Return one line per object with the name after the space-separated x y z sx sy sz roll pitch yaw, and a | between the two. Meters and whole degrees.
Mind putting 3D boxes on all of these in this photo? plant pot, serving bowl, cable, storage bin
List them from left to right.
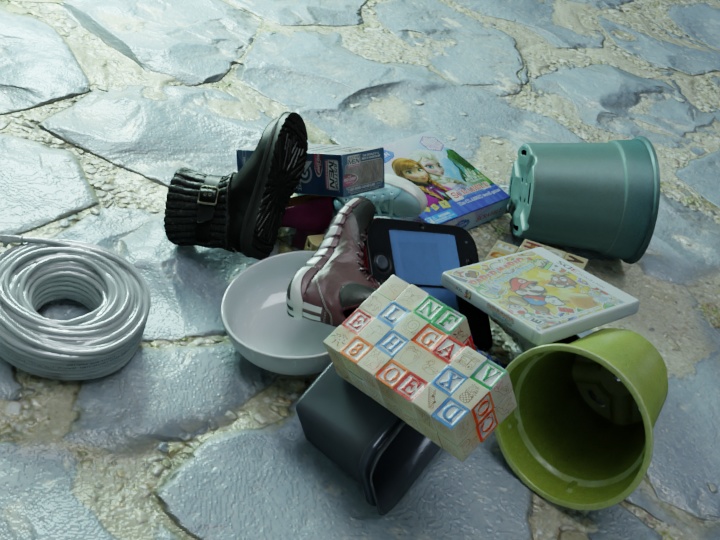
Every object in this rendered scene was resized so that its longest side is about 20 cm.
-0.348 0.044 1.207 0.197 0.070 0.201 2 41 -23 | cable
-0.074 0.063 1.288 0.196 0.067 0.202 -1 40 1 | serving bowl
0.028 0.154 1.178 0.133 0.147 0.200 29 62 29 | storage bin
0.344 -0.120 1.626 0.193 0.202 0.202 5 39 -6 | plant pot
0.289 0.159 1.255 0.199 0.202 0.183 36 32 21 | plant pot

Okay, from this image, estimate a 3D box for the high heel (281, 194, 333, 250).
-0.137 -0.099 1.452 0.197 0.097 0.068 16 37 -5 | high heel

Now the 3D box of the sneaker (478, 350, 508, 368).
0.129 0.118 1.285 0.196 0.116 0.081 10 39 -12 | sneaker

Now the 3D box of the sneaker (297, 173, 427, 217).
-0.002 -0.099 1.531 0.197 0.075 0.083 11 51 16 | sneaker

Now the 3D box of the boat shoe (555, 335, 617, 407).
0.285 0.103 1.419 0.066 0.058 0.201 -12 47 -32 | boat shoe

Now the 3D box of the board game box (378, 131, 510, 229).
0.107 -0.137 1.652 0.198 0.042 0.199 -22 53 -41 | board game box

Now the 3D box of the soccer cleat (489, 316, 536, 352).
0.215 0.069 1.389 0.076 0.070 0.201 -8 31 4 | soccer cleat

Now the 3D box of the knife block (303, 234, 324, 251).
0.031 -0.023 1.460 0.197 0.065 0.176 22 37 5 | knife block

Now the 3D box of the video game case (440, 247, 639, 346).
0.235 0.029 1.343 0.198 0.023 0.181 -14 33 -37 | video game case

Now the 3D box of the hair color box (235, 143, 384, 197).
-0.072 -0.145 1.454 0.198 0.062 0.099 7 16 37 | hair color box

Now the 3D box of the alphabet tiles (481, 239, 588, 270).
0.251 0.009 1.427 0.165 0.008 0.200 19 29 16 | alphabet tiles

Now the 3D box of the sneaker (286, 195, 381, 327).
0.000 0.000 1.262 0.114 0.076 0.201 20 55 18 | sneaker

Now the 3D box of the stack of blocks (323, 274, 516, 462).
0.069 0.098 1.082 0.115 0.059 0.199 -41 46 -19 | stack of blocks

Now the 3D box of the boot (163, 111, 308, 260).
-0.171 -0.123 1.375 0.156 0.079 0.214 14 77 28 | boot

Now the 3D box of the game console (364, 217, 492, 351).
0.089 0.021 1.374 0.198 0.031 0.180 4 66 -36 | game console
